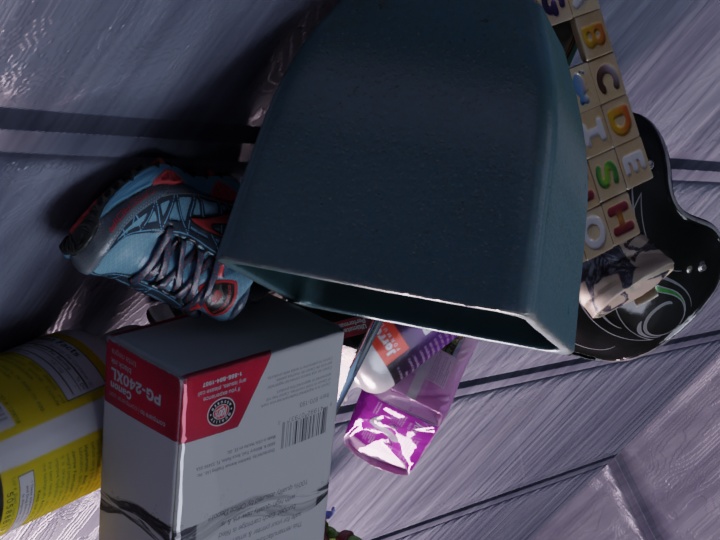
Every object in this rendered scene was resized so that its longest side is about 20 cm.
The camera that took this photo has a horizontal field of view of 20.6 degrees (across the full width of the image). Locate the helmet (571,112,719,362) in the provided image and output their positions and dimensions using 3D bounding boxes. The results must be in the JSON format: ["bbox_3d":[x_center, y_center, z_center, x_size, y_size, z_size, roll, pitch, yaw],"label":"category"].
[{"bbox_3d":[0.201,-0.035,1.723,0.200,0.200,0.191,-42,120,8],"label":"helmet"}]

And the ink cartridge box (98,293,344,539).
[{"bbox_3d":[-0.095,0.132,1.316,0.145,0.083,0.200,-15,119,-44],"label":"ink cartridge box"}]

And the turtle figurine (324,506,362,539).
[{"bbox_3d":[-0.060,0.335,2.192,0.194,0.144,0.200,48,50,-57],"label":"turtle figurine"}]

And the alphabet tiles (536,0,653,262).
[{"bbox_3d":[0.141,-0.106,1.422,0.167,0.200,0.008,-25,-171,-42],"label":"alphabet tiles"}]

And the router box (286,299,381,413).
[{"bbox_3d":[0.000,0.000,1.459,0.200,0.062,0.150,-62,176,-28],"label":"router box"}]

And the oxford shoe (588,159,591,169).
[{"bbox_3d":[0.106,-0.056,1.430,0.200,0.071,0.071,-24,115,-44],"label":"oxford shoe"}]

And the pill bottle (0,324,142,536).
[{"bbox_3d":[-0.214,0.104,1.319,0.200,0.111,0.111,-23,157,-44],"label":"pill bottle"}]

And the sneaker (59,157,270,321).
[{"bbox_3d":[-0.107,-0.014,1.263,0.079,0.096,0.200,-47,163,23],"label":"sneaker"}]

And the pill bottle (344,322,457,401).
[{"bbox_3d":[0.021,0.031,1.643,0.200,0.111,0.111,-38,164,-7],"label":"pill bottle"}]

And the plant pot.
[{"bbox_3d":[0.046,-0.071,1.247,0.196,0.195,0.200,35,65,-74],"label":"plant pot"}]

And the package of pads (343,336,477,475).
[{"bbox_3d":[0.057,0.072,1.771,0.121,0.076,0.200,116,-1,-52],"label":"package of pads"}]

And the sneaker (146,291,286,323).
[{"bbox_3d":[-0.072,0.030,1.500,0.115,0.076,0.200,-40,162,8],"label":"sneaker"}]

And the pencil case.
[{"bbox_3d":[0.162,-0.052,1.574,0.078,0.200,0.089,-41,170,21],"label":"pencil case"}]

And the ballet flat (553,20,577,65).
[{"bbox_3d":[0.116,-0.124,1.497,0.067,0.064,0.200,-87,-164,-83],"label":"ballet flat"}]
